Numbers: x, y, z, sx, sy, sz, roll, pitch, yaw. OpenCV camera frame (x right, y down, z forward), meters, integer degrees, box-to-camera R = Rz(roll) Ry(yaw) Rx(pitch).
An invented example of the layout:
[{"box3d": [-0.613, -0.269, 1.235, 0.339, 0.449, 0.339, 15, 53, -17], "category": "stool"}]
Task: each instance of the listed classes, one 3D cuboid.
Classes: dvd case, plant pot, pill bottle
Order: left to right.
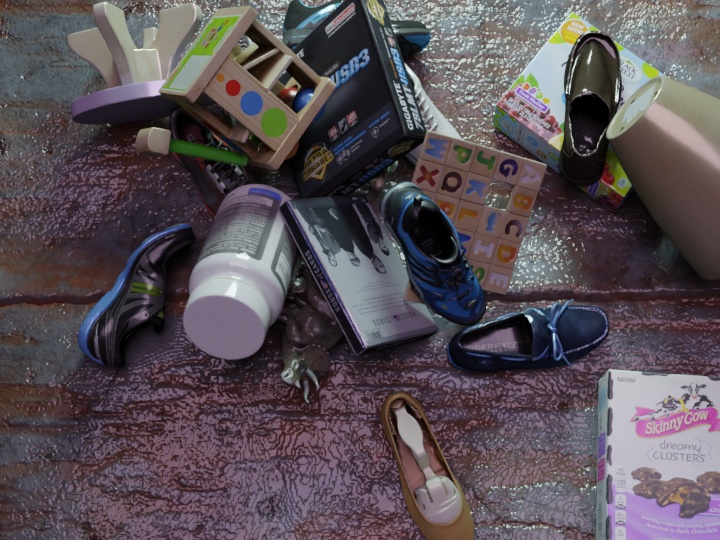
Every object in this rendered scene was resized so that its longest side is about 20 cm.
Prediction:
[{"box3d": [-0.135, 0.001, 1.282, 0.112, 0.115, 0.201, 9, 40, 5], "category": "pill bottle"}, {"box3d": [0.000, 0.000, 1.315, 0.025, 0.149, 0.202, -39, 72, 34], "category": "dvd case"}, {"box3d": [0.389, -0.126, 1.277, 0.199, 0.187, 0.188, 39, 77, -9], "category": "plant pot"}]

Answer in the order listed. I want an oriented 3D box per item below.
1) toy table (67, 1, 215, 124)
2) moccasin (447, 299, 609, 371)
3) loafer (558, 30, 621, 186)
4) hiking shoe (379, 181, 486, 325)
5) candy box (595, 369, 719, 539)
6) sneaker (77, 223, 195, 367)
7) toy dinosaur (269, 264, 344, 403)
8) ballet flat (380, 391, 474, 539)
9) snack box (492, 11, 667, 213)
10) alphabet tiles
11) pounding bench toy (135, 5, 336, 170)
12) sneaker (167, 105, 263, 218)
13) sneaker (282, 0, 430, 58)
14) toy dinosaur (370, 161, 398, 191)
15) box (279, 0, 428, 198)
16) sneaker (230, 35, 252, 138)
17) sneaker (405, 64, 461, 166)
[{"box3d": [-0.277, -0.260, 1.390, 0.197, 0.184, 0.119, -8, 87, 4], "category": "toy table"}, {"box3d": [0.204, 0.085, 1.311, 0.197, 0.068, 0.081, -16, 73, -3], "category": "moccasin"}, {"box3d": [0.283, -0.204, 1.326, 0.072, 0.071, 0.203, 5, 74, 5], "category": "loafer"}, {"box3d": [0.090, -0.007, 1.268, 0.074, 0.087, 0.201, -38, 115, -5], "category": "hiking shoe"}, {"box3d": [0.358, 0.223, 1.261, 0.165, 0.072, 0.203, 3, 73, 3], "category": "candy box"}, {"box3d": [-0.262, 0.031, 1.349, 0.082, 0.071, 0.201, 33, 82, 6], "category": "sneaker"}, {"box3d": [-0.055, 0.060, 1.335, 0.102, 0.077, 0.201, 32, 64, 4], "category": "toy dinosaur"}, {"box3d": [0.073, 0.234, 1.273, 0.068, 0.063, 0.202, -25, 74, -5], "category": "ballet flat"}, {"box3d": [0.296, -0.202, 1.398, 0.199, 0.068, 0.169, 39, 78, 11], "category": "snack box"}, {"box3d": [0.124, -0.050, 1.319, 0.165, 0.008, 0.203, 12, 101, -23], "category": "alphabet tiles"}, {"box3d": [-0.149, -0.178, 1.290, 0.156, 0.124, 0.201, 39, 82, -26], "category": "pounding bench toy"}, {"box3d": [-0.181, -0.126, 1.382, 0.077, 0.082, 0.200, -42, 78, -11], "category": "sneaker"}, {"box3d": [-0.006, -0.322, 1.442, 0.197, 0.073, 0.083, 0, 71, 1], "category": "sneaker"}, {"box3d": [0.012, -0.198, 1.382, 0.047, 0.088, 0.203, -5, 89, -37], "category": "toy dinosaur"}, {"box3d": [-0.022, -0.206, 1.356, 0.049, 0.199, 0.201, -1, 68, -44], "category": "box"}, {"box3d": [-0.140, -0.224, 1.418, 0.072, 0.085, 0.203, -18, 84, -8], "category": "sneaker"}, {"box3d": [0.065, -0.199, 1.402, 0.073, 0.071, 0.200, -39, 75, -10], "category": "sneaker"}]
